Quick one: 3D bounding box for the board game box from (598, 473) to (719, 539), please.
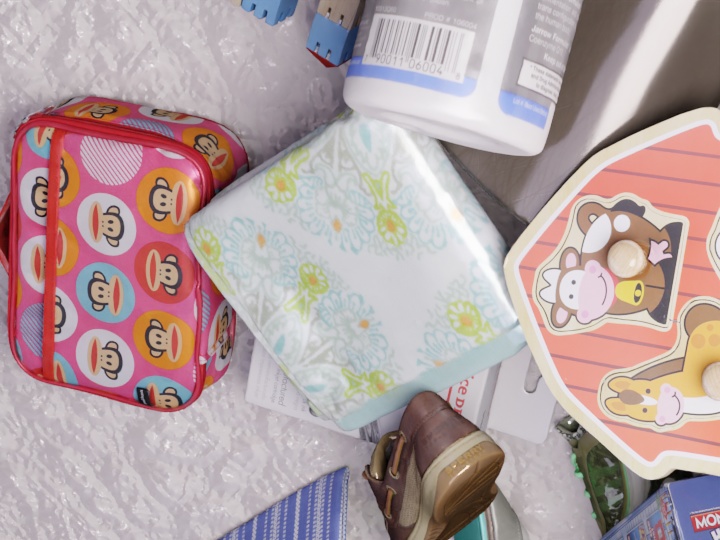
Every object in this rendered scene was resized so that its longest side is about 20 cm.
[{"bbox_3d":[0.230,0.160,1.089,0.200,0.198,0.062,133,126,-63],"label":"board game box"}]

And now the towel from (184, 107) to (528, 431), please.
[{"bbox_3d":[0.000,0.000,1.105,0.199,0.048,0.172,-28,102,43],"label":"towel"}]

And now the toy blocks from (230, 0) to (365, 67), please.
[{"bbox_3d":[-0.046,-0.215,1.117,0.199,0.100,0.137,33,127,15],"label":"toy blocks"}]

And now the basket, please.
[{"bbox_3d":[0.149,-0.132,1.055,0.200,0.135,0.181,-54,54,23],"label":"basket"}]

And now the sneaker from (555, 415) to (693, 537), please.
[{"bbox_3d":[0.169,0.126,1.207,0.088,0.077,0.202,26,124,42],"label":"sneaker"}]

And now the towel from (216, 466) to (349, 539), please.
[{"bbox_3d":[-0.082,0.236,1.287,0.199,0.145,0.024,-34,123,27],"label":"towel"}]

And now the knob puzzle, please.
[{"bbox_3d":[0.165,0.011,0.967,0.218,0.030,0.222,-2,85,26],"label":"knob puzzle"}]

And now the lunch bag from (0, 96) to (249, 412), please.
[{"bbox_3d":[-0.170,-0.015,1.245,0.175,0.082,0.202,13,114,17],"label":"lunch bag"}]

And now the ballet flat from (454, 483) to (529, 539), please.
[{"bbox_3d":[0.100,0.227,1.263,0.063,0.067,0.202,-5,98,-19],"label":"ballet flat"}]

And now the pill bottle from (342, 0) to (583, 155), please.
[{"bbox_3d":[0.068,-0.171,0.976,0.113,0.114,0.202,15,90,12],"label":"pill bottle"}]

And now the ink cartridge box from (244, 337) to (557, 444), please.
[{"bbox_3d":[0.033,0.053,1.208,0.198,0.067,0.117,17,117,11],"label":"ink cartridge box"}]

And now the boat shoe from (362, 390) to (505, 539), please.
[{"bbox_3d":[0.040,0.130,1.160,0.072,0.072,0.200,50,164,16],"label":"boat shoe"}]
